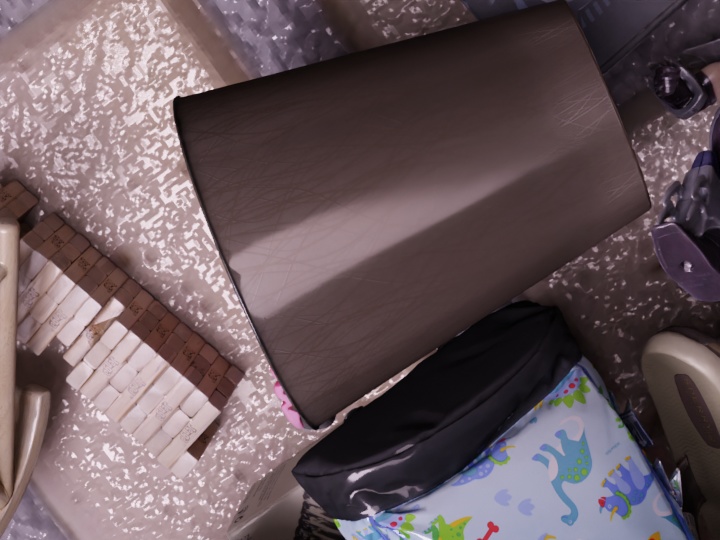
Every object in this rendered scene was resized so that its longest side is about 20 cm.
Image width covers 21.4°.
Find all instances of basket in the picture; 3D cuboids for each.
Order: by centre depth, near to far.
[{"bbox_3d":[0.033,-0.042,0.946,0.199,0.136,0.182,-22,90,6],"label":"basket"}]

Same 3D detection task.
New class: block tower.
[{"bbox_3d":[-0.157,0.030,1.111,0.200,0.054,0.058,42,112,-4],"label":"block tower"}]

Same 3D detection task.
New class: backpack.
[{"bbox_3d":[0.090,0.141,0.937,0.163,0.154,0.201,-32,109,-18],"label":"backpack"}]

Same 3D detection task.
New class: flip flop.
[{"bbox_3d":[0.189,0.123,0.962,0.081,0.057,0.201,-6,116,52],"label":"flip flop"}]

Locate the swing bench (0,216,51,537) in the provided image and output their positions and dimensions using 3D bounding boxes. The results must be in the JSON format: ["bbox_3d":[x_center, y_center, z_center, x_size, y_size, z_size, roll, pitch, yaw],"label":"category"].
[{"bbox_3d":[-0.292,0.051,1.079,0.198,0.130,0.201,20,141,18],"label":"swing bench"}]

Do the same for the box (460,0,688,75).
[{"bbox_3d":[0.098,-0.211,0.980,0.160,0.044,0.200,-40,97,21],"label":"box"}]

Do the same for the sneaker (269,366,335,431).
[{"bbox_3d":[0.000,0.000,1.063,0.094,0.079,0.202,6,111,-2],"label":"sneaker"}]

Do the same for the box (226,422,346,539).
[{"bbox_3d":[0.025,0.118,1.092,0.199,0.068,0.082,-37,98,21],"label":"box"}]

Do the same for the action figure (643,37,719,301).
[{"bbox_3d":[0.198,-0.082,0.928,0.130,0.201,0.069,-22,121,39],"label":"action figure"}]
